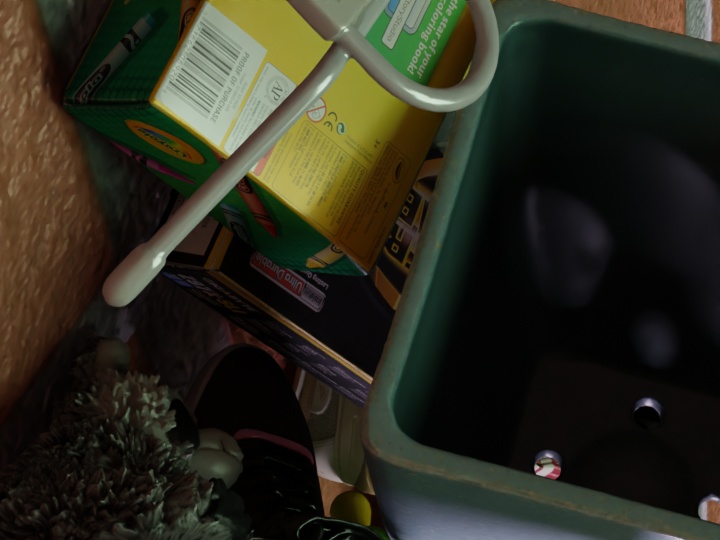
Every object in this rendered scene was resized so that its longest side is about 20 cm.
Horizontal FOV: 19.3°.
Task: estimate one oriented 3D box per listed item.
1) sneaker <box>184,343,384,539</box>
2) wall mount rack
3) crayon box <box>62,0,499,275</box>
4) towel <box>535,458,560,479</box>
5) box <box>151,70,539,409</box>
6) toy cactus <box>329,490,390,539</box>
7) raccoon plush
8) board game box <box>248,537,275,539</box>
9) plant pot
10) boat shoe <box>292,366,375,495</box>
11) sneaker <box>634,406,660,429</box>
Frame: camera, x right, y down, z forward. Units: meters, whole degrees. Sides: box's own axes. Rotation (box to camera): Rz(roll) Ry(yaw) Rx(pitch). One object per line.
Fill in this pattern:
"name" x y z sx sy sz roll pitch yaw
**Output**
"sneaker" -0.023 0.100 0.809 0.099 0.071 0.200 -43 -142 43
"wall mount rack" -0.058 -0.098 0.650 0.200 0.075 0.174 45 51 -15
"crayon box" -0.010 -0.114 0.778 0.119 0.058 0.200 38 70 -37
"towel" 0.065 0.149 1.175 0.144 0.023 0.200 -35 159 9
"box" 0.016 -0.029 0.891 0.200 0.049 0.160 37 69 -43
"toy cactus" -0.016 0.165 0.893 0.165 0.102 0.200 0 67 -62
"raccoon plush" -0.124 0.076 0.736 0.200 0.134 0.097 12 114 -36
"board game box" -0.012 0.156 0.696 0.200 0.200 0.062 40 25 -35
"plant pot" 0.114 0.048 0.815 0.200 0.195 0.197 93 13 -61
"boat shoe" 0.001 0.000 0.975 0.073 0.063 0.201 -16 115 -56
"sneaker" 0.131 0.091 1.237 0.200 0.115 0.075 35 55 -67
